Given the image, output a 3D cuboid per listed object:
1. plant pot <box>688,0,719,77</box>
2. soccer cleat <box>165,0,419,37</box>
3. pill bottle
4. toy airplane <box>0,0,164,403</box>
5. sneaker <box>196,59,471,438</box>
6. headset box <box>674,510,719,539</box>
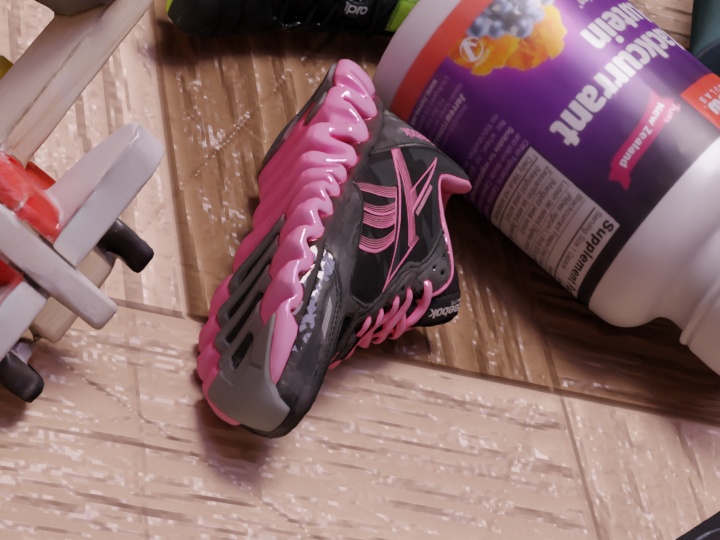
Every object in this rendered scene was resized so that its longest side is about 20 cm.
[{"bbox_3d":[0.244,-0.117,1.093,0.199,0.200,0.188,34,53,3],"label":"plant pot"},{"bbox_3d":[-0.008,-0.136,1.032,0.081,0.068,0.200,43,36,15],"label":"soccer cleat"},{"bbox_3d":[0.110,-0.048,0.979,0.200,0.112,0.111,41,39,12],"label":"pill bottle"},{"bbox_3d":[-0.136,-0.028,0.721,0.141,0.199,0.200,41,39,-5],"label":"toy airplane"},{"bbox_3d":[0.000,0.000,0.894,0.095,0.079,0.201,36,38,-14],"label":"sneaker"},{"bbox_3d":[0.146,0.158,0.769,0.148,0.076,0.199,22,29,34],"label":"headset box"}]
